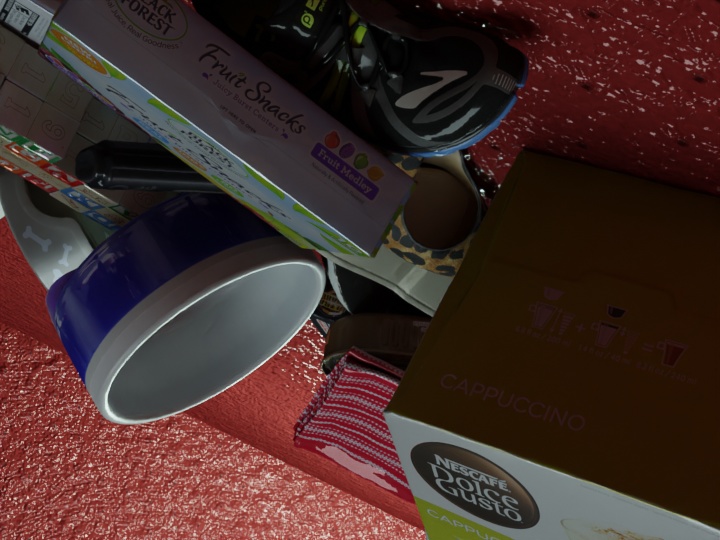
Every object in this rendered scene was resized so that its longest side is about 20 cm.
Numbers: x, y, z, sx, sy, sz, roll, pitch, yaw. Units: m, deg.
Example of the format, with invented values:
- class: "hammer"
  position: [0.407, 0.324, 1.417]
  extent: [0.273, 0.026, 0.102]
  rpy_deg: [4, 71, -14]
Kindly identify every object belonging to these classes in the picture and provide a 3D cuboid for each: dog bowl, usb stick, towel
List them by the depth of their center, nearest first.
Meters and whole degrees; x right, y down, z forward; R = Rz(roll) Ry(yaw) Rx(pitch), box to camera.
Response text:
- class: "usb stick"
  position: [-0.096, -0.068, 0.833]
  extent: [0.198, 0.033, 0.055]
  rpy_deg: [0, -178, -33]
- class: "dog bowl"
  position: [-0.128, 0.026, 0.919]
  extent: [0.079, 0.199, 0.200]
  rpy_deg: [54, 173, 19]
- class: "towel"
  position: [0.026, 0.135, 0.986]
  extent: [0.143, 0.023, 0.200]
  rpy_deg: [27, 151, -3]
- class: "dog bowl"
  position: [-0.235, -0.039, 1.022]
  extent: [0.201, 0.058, 0.200]
  rpy_deg: [61, -172, -14]

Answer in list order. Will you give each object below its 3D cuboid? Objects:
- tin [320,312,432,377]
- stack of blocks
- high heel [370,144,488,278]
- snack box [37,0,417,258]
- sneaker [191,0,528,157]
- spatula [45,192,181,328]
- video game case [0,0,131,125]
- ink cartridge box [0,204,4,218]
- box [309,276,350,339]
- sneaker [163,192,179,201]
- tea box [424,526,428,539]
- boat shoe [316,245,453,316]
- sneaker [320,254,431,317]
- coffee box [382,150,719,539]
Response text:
- class: "tin"
  position: [0.068, 0.073, 0.963]
  extent: [0.197, 0.042, 0.112]
  rpy_deg: [6, 162, 4]
- class: "stack of blocks"
  position: [-0.228, -0.105, 0.852]
  extent: [0.199, 0.059, 0.115]
  rpy_deg: [32, 163, -27]
- class: "high heel"
  position: [0.058, -0.047, 0.744]
  extent: [0.200, 0.072, 0.142]
  rpy_deg: [44, 164, -27]
- class: "snack box"
  position: [-0.078, -0.085, 0.662]
  extent: [0.199, 0.053, 0.142]
  rpy_deg: [36, 171, -16]
- class: "sneaker"
  position: [-0.009, -0.116, 0.630]
  extent: [0.198, 0.071, 0.083]
  rpy_deg: [21, 171, 24]
- class: "spatula"
  position: [-0.163, -0.029, 0.937]
  extent: [0.020, 0.200, 0.057]
  rpy_deg: [32, 150, 23]
- class: "video game case"
  position: [-0.177, -0.142, 0.851]
  extent: [0.180, 0.046, 0.200]
  rpy_deg: [31, 163, -19]
- class: "ink cartridge box"
  position: [-0.387, -0.125, 0.999]
  extent: [0.201, 0.084, 0.146]
  rpy_deg: [55, 166, 7]
- class: "box"
  position: [0.058, 0.087, 1.238]
  extent: [0.197, 0.050, 0.200]
  rpy_deg: [18, 162, 19]
- class: "sneaker"
  position: [-0.177, -0.068, 1.025]
  extent: [0.198, 0.081, 0.115]
  rpy_deg: [32, 161, -28]
- class: "tea box"
  position: [0.193, 0.228, 1.144]
  extent: [0.195, 0.199, 0.135]
  rpy_deg: [11, 117, 40]
- class: "boat shoe"
  position: [0.014, -0.037, 0.853]
  extent: [0.199, 0.073, 0.063]
  rpy_deg: [37, -154, -24]
- class: "sneaker"
  position: [0.000, 0.000, 0.993]
  extent: [0.086, 0.080, 0.201]
  rpy_deg: [37, 164, 34]
- class: "coffee box"
  position: [0.155, 0.083, 0.721]
  extent: [0.198, 0.201, 0.199]
  rpy_deg: [17, 149, 25]
